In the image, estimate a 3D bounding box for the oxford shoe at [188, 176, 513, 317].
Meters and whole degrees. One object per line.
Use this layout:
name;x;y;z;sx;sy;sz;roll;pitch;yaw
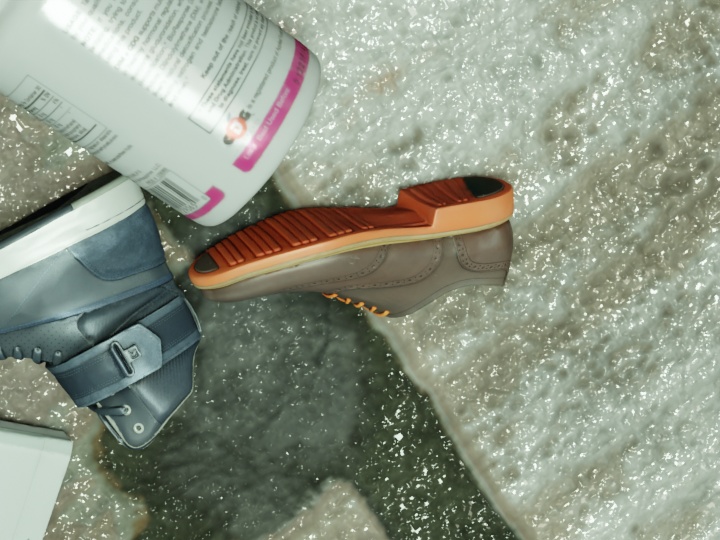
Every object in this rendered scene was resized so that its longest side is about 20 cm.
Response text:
oxford shoe;0.000;0.000;0.847;0.199;0.071;0.073;-11;111;-13

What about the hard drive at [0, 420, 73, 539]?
hard drive;-0.273;0.137;0.800;0.199;0.026;0.132;15;98;-35

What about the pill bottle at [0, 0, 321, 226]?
pill bottle;-0.129;-0.122;0.756;0.200;0.113;0.114;34;93;-21

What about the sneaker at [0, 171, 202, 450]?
sneaker;-0.187;0.052;0.803;0.202;0.077;0.147;-26;106;-9
